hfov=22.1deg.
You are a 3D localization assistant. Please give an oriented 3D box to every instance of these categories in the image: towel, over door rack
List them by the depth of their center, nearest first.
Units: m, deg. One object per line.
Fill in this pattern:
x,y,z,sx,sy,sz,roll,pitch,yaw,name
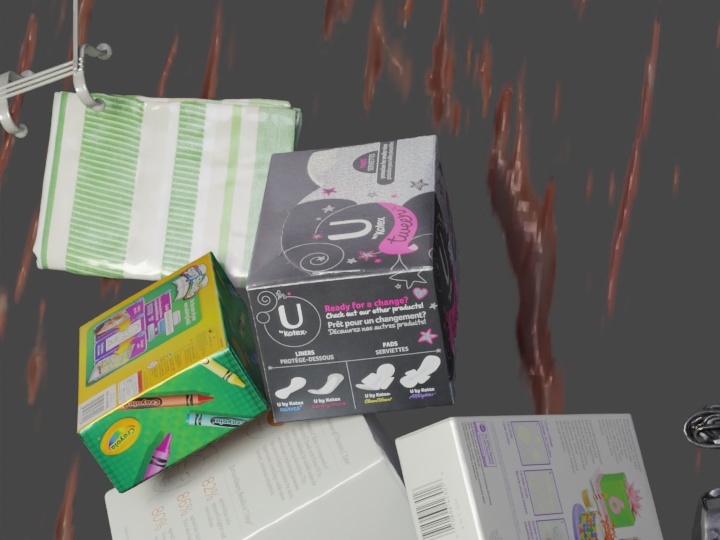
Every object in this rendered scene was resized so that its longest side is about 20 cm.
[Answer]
-0.151,-0.064,1.442,0.200,0.023,0.153,4,78,8,towel
-0.278,-0.188,1.468,0.147,0.067,0.200,-17,61,11,over door rack

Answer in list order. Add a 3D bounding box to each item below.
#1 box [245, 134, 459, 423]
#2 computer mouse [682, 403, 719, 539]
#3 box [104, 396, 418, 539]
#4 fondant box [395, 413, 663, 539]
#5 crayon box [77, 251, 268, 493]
0.000,0.000,1.300,0.132,0.115,0.200,-7,31,7,box
0.297,0.196,1.301,0.140,0.046,0.200,1,71,4,computer mouse
-0.061,0.180,1.287,0.200,0.152,0.106,-30,117,1,box
0.123,0.173,1.253,0.058,0.200,0.145,-26,70,41,fondant box
-0.137,0.067,1.317,0.119,0.200,0.058,-30,111,3,crayon box
